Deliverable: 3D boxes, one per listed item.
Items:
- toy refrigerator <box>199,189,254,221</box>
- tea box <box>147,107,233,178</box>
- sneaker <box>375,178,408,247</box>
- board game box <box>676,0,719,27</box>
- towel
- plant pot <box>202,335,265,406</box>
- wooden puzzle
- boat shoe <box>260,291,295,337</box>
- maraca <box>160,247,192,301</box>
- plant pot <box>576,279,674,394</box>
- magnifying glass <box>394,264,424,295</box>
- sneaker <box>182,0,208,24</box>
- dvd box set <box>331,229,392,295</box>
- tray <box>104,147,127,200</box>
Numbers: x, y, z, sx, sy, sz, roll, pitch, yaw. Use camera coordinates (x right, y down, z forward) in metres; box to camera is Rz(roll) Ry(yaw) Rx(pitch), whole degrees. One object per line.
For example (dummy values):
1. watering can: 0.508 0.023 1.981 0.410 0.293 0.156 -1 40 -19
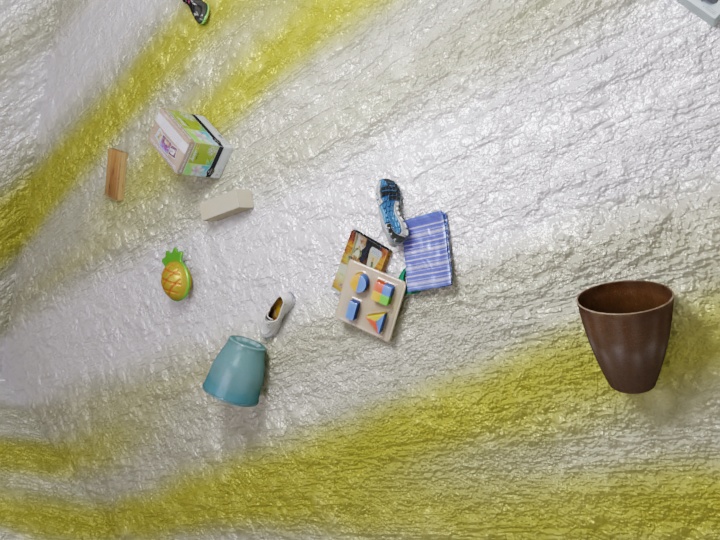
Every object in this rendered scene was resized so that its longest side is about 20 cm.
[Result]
1. toy refrigerator: -0.471 -0.230 1.854 0.197 0.075 0.072 -13 87 35
2. tea box: -0.591 -0.440 1.843 0.200 0.195 0.135 45 117 21
3. sneaker: 0.077 -0.159 1.487 0.087 0.073 0.204 119 144 -68
4. board game box: 0.701 -0.603 1.009 0.148 0.064 0.201 49 118 20
5. towel: 0.177 -0.051 1.437 0.143 0.024 0.205 -10 81 36
6. plant pot: -0.413 0.332 1.803 0.197 0.199 0.192 20 90 31
7. wooden puzzle: 0.021 0.089 1.528 0.197 0.046 0.189 23 108 24
8. boat shoe: -0.293 0.153 1.771 0.071 0.069 0.201 50 119 19
9. maraca: -0.708 0.016 2.025 0.135 0.107 0.205 -16 82 24
10. plant pot: 0.569 0.148 1.125 0.184 0.186 0.204 -4 108 34
11. magnifying glass: 0.111 0.052 1.513 0.199 0.022 0.081 -35 75 30
12. sneaker: -0.598 -0.950 1.864 0.077 0.083 0.202 -41 72 31
13. dvd box set: 0.000 0.000 1.577 0.145 0.029 0.203 32 111 28
14. tray: -1.046 -0.411 2.259 0.097 0.037 0.204 21 107 32
